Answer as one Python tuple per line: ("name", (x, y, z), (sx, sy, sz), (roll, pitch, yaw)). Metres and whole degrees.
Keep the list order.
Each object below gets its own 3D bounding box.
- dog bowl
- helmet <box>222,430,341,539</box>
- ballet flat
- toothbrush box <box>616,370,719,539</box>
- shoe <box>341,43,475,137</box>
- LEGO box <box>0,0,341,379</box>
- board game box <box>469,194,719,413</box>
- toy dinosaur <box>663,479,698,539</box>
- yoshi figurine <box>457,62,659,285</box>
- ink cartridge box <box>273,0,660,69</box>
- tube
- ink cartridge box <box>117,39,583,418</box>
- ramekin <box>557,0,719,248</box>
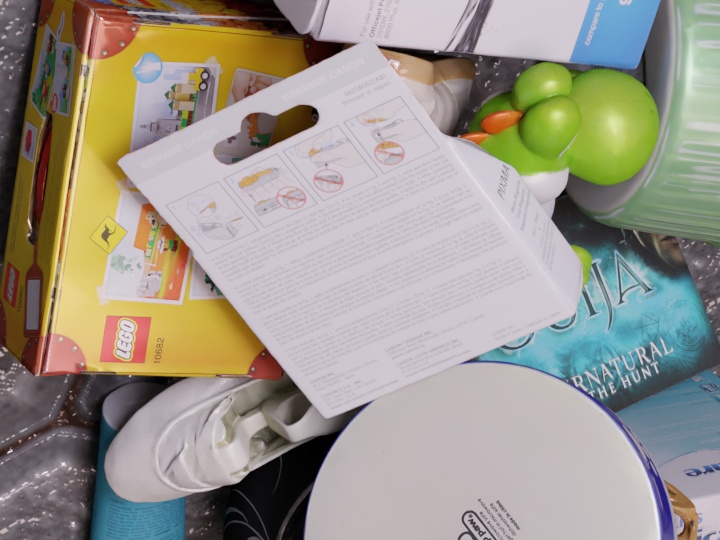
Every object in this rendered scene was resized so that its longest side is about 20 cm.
("dog bowl", (0.071, 0.151, 1.376), (0.200, 0.200, 0.079), (-40, 165, 3))
("helmet", (0.006, 0.175, 1.539), (0.200, 0.191, 0.200), (0, 93, -8))
("ballet flat", (-0.057, 0.084, 1.439), (0.200, 0.069, 0.069), (-26, 131, 3))
("toothbrush box", (0.182, 0.130, 1.583), (0.146, 0.200, 0.085), (-9, 115, -23))
("shoe", (0.019, -0.095, 1.370), (0.070, 0.200, 0.053), (10, 96, 10))
("LEGO box", (-0.106, -0.045, 1.363), (0.149, 0.077, 0.200), (3, 105, -29))
("board game box", (0.120, 0.026, 1.507), (0.200, 0.028, 0.135), (-22, 89, -36))
("toy dinosaur", (0.164, 0.182, 1.454), (0.200, 0.060, 0.106), (22, 117, -8))
("yoshi figurine", (0.103, -0.051, 1.372), (0.112, 0.112, 0.200), (-43, 172, -25))
("ink cartridge box", (0.044, -0.180, 1.333), (0.200, 0.145, 0.084), (2, 120, -29))
("tube", (-0.137, 0.160, 1.550), (0.077, 0.050, 0.200), (-5, 129, -16))
("ink cartridge box", (-0.002, -0.027, 1.303), (0.162, 0.057, 0.200), (-24, 118, 24))
("ramekin", (0.182, -0.112, 1.424), (0.098, 0.200, 0.200), (3, 121, -20))
